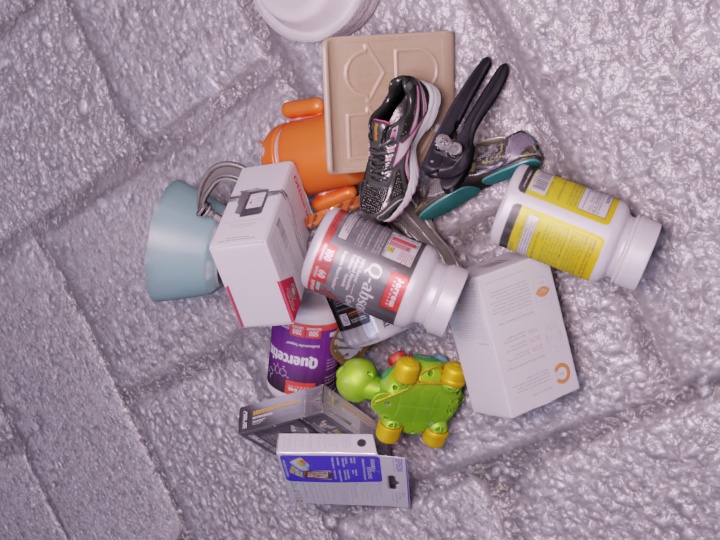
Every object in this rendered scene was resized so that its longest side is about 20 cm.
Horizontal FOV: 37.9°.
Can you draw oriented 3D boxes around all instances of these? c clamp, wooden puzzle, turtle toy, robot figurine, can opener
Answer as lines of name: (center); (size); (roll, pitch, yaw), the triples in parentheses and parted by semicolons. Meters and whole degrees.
c clamp: (-0.171, -0.070, 1.592); (0.200, 0.027, 0.171); (39, 125, -16)
wooden puzzle: (0.038, -0.234, 1.452); (0.046, 0.200, 0.185); (-147, 52, -64)
turtle toy: (0.062, 0.178, 1.570); (0.200, 0.101, 0.146); (8, 116, -17)
robot figurine: (-0.063, -0.171, 1.554); (0.200, 0.117, 0.144); (-8, 144, 32)
can opener: (0.139, -0.203, 1.408); (0.063, 0.079, 0.200); (21, 76, 7)

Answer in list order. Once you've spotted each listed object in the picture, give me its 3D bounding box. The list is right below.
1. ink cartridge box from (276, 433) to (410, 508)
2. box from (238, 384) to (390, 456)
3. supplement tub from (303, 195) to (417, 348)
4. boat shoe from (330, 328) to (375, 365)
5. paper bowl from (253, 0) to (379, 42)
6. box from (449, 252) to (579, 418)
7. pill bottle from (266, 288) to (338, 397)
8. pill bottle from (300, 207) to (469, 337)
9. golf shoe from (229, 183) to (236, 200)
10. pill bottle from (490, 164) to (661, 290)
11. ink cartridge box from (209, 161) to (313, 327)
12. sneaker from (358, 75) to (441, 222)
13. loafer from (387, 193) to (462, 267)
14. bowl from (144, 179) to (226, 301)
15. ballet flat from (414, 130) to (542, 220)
ink cartridge box: (-0.021, 0.315, 1.642); (0.200, 0.043, 0.198); (2, 145, 5)
box: (-0.069, 0.254, 1.640); (0.158, 0.200, 0.048); (-20, 52, 27)
supplement tub: (0.000, 0.000, 1.495); (0.122, 0.123, 0.200); (-21, 94, 34)
boat shoe: (0.024, 0.055, 1.598); (0.074, 0.066, 0.200); (40, 110, 8)
paper bowl: (-0.074, -0.427, 1.492); (0.201, 0.104, 0.201); (10, 109, 30)
box: (0.206, 0.086, 1.450); (0.097, 0.124, 0.200); (-1, 106, 62)
pill bottle: (-0.089, 0.134, 1.662); (0.112, 0.112, 0.200); (17, 113, 26)
pill bottle: (0.033, 0.005, 1.370); (0.200, 0.116, 0.116); (22, 116, 6)
golf shoe: (-0.137, -0.070, 1.658); (0.073, 0.092, 0.200); (-10, 121, 18)
pill bottle: (0.282, -0.054, 1.375); (0.200, 0.114, 0.114); (23, 115, 12)
ink cartridge box: (-0.130, -0.039, 1.472); (0.083, 0.200, 0.145); (-7, 126, 15)
sneaker: (0.034, -0.167, 1.387); (0.080, 0.086, 0.200); (13, 87, 32)
loafer: (0.092, -0.026, 1.525); (0.070, 0.070, 0.200); (-31, 79, -9)
bowl: (-0.263, -0.038, 1.686); (0.105, 0.201, 0.201); (12, 111, 7)
ballet flat: (0.158, -0.138, 1.462); (0.200, 0.072, 0.072); (-26, 90, 26)
